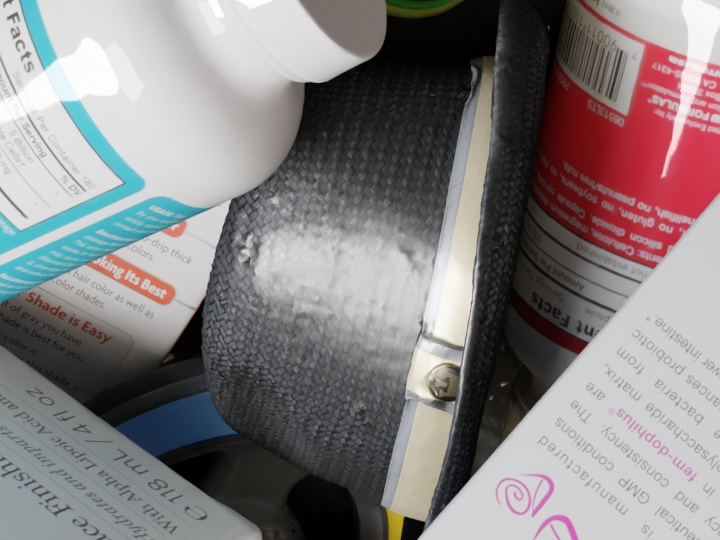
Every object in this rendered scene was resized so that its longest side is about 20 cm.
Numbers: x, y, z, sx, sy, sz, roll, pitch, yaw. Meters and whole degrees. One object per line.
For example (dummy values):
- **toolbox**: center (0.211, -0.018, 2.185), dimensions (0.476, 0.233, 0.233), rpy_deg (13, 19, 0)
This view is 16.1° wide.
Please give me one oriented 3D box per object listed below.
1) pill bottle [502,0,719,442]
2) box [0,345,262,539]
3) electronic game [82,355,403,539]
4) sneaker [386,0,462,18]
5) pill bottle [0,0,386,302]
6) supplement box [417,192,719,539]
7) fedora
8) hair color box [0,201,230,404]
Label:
- **pill bottle**: center (0.110, -0.019, 0.871), dimensions (0.112, 0.112, 0.201), rpy_deg (10, 115, -3)
- **box**: center (-0.164, 0.128, 0.824), dimensions (0.199, 0.131, 0.200), rpy_deg (33, 122, 26)
- **electronic game**: center (-0.058, 0.110, 0.938), dimensions (0.199, 0.042, 0.200), rpy_deg (-14, 132, -16)
- **sneaker**: center (-0.029, -0.154, 0.817), dimensions (0.200, 0.084, 0.074), rpy_deg (28, 71, -21)
- **pill bottle**: center (-0.094, -0.056, 0.753), dimensions (0.200, 0.111, 0.111), rpy_deg (-22, 113, 24)
- **supplement box**: center (0.115, 0.046, 0.739), dimensions (0.101, 0.103, 0.200), rpy_deg (41, 85, 11)
- **fedora**: center (0.000, 0.000, 0.824), dimensions (0.091, 0.201, 0.201), rpy_deg (11, 115, 0)
- **hair color box**: center (-0.107, -0.017, 0.906), dimensions (0.111, 0.064, 0.200), rpy_deg (29, 114, -13)
